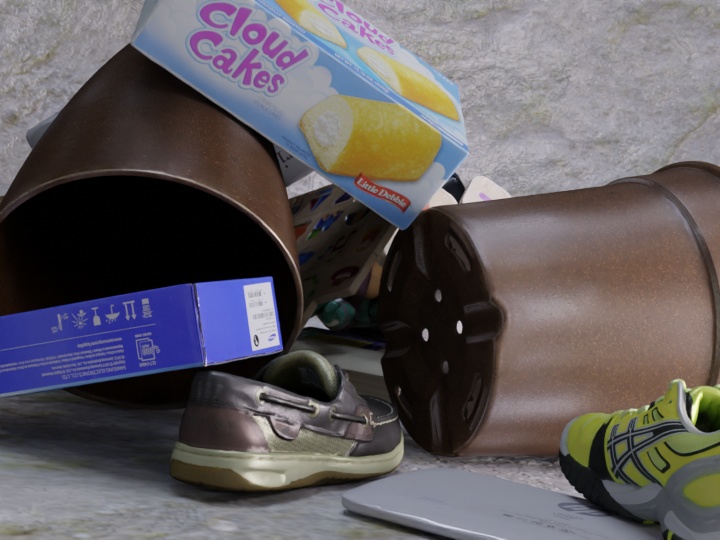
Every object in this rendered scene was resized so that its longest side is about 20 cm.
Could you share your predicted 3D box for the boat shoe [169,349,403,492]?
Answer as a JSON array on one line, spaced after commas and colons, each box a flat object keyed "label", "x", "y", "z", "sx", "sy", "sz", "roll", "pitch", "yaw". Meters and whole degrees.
[{"label": "boat shoe", "x": -0.029, "y": 0.076, "z": 0.855, "sx": 0.072, "sy": 0.066, "sz": 0.201, "roll": 11, "pitch": 5, "yaw": 28}]

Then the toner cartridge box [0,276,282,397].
[{"label": "toner cartridge box", "x": -0.151, "y": 0.040, "z": 0.849, "sx": 0.199, "sy": 0.043, "sz": 0.095, "roll": -10, "pitch": -3, "yaw": 22}]

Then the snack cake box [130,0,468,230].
[{"label": "snack cake box", "x": -0.034, "y": -0.123, "z": 0.967, "sx": 0.200, "sy": 0.067, "sz": 0.115, "roll": 33, "pitch": 23, "yaw": -16}]

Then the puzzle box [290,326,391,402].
[{"label": "puzzle box", "x": -0.008, "y": 0.071, "z": 1.201, "sx": 0.133, "sy": 0.026, "sz": 0.200, "roll": 9, "pitch": 5, "yaw": 16}]

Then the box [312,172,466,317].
[{"label": "box", "x": -0.009, "y": -0.025, "z": 1.336, "sx": 0.200, "sy": 0.051, "sz": 0.158, "roll": -29, "pitch": 15, "yaw": 0}]

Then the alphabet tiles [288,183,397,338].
[{"label": "alphabet tiles", "x": -0.046, "y": -0.003, "z": 1.052, "sx": 0.200, "sy": 0.167, "sz": 0.008, "roll": -15, "pitch": -57, "yaw": 48}]

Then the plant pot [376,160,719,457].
[{"label": "plant pot", "x": 0.129, "y": 0.032, "z": 0.998, "sx": 0.198, "sy": 0.201, "sz": 0.200, "roll": -2, "pitch": 9, "yaw": -27}]

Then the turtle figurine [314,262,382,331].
[{"label": "turtle figurine", "x": 0.000, "y": 0.000, "z": 1.212, "sx": 0.199, "sy": 0.150, "sz": 0.101, "roll": 19, "pitch": -35, "yaw": -13}]

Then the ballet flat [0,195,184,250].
[{"label": "ballet flat", "x": -0.207, "y": -0.019, "z": 1.071, "sx": 0.199, "sy": 0.068, "sz": 0.072, "roll": 2, "pitch": -7, "yaw": -3}]

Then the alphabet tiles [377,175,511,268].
[{"label": "alphabet tiles", "x": 0.108, "y": 0.015, "z": 1.197, "sx": 0.200, "sy": 0.015, "sz": 0.196, "roll": 35, "pitch": 45, "yaw": -6}]

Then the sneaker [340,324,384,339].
[{"label": "sneaker", "x": 0.011, "y": 0.022, "z": 1.361, "sx": 0.075, "sy": 0.080, "sz": 0.200, "roll": 11, "pitch": -5, "yaw": -5}]

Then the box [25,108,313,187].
[{"label": "box", "x": -0.115, "y": -0.108, "z": 1.199, "sx": 0.199, "sy": 0.131, "sz": 0.200, "roll": -30, "pitch": 9, "yaw": 8}]

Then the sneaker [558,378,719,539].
[{"label": "sneaker", "x": 0.164, "y": 0.091, "z": 0.802, "sx": 0.075, "sy": 0.077, "sz": 0.200, "roll": 6, "pitch": 4, "yaw": -21}]

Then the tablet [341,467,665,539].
[{"label": "tablet", "x": 0.104, "y": 0.128, "z": 0.798, "sx": 0.199, "sy": 0.014, "sz": 0.130, "roll": 11, "pitch": 5, "yaw": 27}]

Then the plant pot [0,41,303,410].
[{"label": "plant pot", "x": -0.124, "y": -0.051, "z": 0.980, "sx": 0.186, "sy": 0.187, "sz": 0.200, "roll": 8, "pitch": 42, "yaw": -6}]
